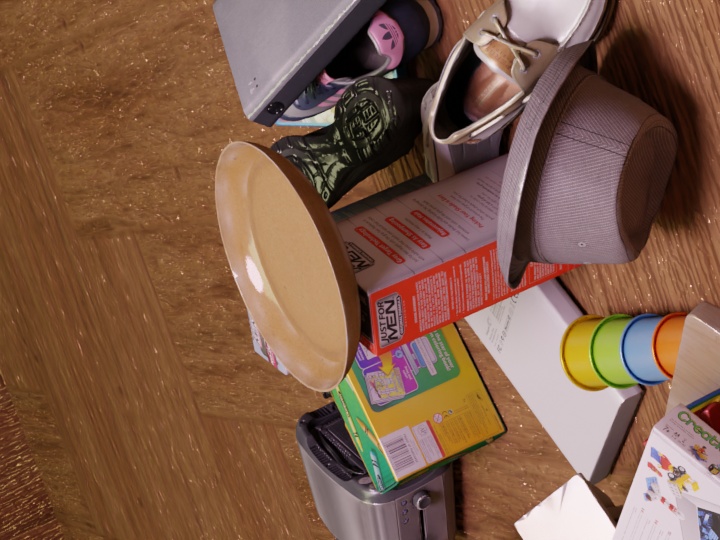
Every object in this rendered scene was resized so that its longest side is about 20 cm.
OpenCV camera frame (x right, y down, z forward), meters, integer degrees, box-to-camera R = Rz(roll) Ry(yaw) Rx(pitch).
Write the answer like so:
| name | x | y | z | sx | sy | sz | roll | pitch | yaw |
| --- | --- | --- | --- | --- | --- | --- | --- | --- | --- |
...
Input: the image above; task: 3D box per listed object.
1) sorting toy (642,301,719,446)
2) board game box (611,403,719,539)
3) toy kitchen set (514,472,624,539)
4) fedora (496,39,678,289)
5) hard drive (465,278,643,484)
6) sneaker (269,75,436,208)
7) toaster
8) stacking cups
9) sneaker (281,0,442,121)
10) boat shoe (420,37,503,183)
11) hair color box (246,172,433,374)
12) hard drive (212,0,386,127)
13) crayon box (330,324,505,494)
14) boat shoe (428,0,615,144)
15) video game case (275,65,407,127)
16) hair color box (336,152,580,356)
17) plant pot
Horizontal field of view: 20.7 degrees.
| name | x | y | z | sx | sy | sz | roll | pitch | yaw |
| --- | --- | --- | --- | --- | --- | --- | --- | --- | --- |
| sorting toy | 0.273 | 0.155 | 1.328 | 0.200 | 0.070 | 0.199 | 37 | 145 | 28 |
| board game box | 0.231 | 0.193 | 1.320 | 0.126 | 0.035 | 0.200 | 40 | 147 | 23 |
| toy kitchen set | 0.222 | 0.247 | 1.581 | 0.200 | 0.180 | 0.163 | -42 | 71 | 24 |
| fedora | 0.163 | -0.062 | 1.366 | 0.090 | 0.177 | 0.200 | 19 | 160 | 17 |
| hard drive | 0.152 | 0.064 | 1.622 | 0.200 | 0.027 | 0.132 | 55 | 154 | 28 |
| sneaker | -0.004 | -0.100 | 1.652 | 0.200 | 0.091 | 0.076 | -30 | 80 | 45 |
| toaster | 0.013 | 0.207 | 1.943 | 0.200 | 0.113 | 0.130 | 36 | 144 | 48 |
| stacking cups | 0.225 | 0.056 | 1.434 | 0.200 | 0.060 | 0.061 | -9 | 103 | 61 |
| sneaker | -0.027 | -0.173 | 1.637 | 0.200 | 0.082 | 0.070 | -29 | 93 | 42 |
| boat shoe | 0.074 | -0.119 | 1.563 | 0.067 | 0.073 | 0.200 | 49 | 151 | 32 |
| hair color box | 0.000 | 0.000 | 1.671 | 0.061 | 0.199 | 0.099 | 33 | 140 | 53 |
| hard drive | -0.038 | -0.231 | 1.593 | 0.200 | 0.033 | 0.140 | -45 | 46 | 30 |
| crayon box | 0.031 | 0.085 | 1.784 | 0.201 | 0.118 | 0.058 | 64 | 157 | 8 |
| boat shoe | 0.113 | -0.158 | 1.395 | 0.075 | 0.068 | 0.200 | 42 | 134 | 11 |
| video game case | -0.031 | -0.219 | 1.684 | 0.143 | 0.018 | 0.201 | 5 | 114 | 36 |
| hair color box | 0.066 | -0.016 | 1.513 | 0.101 | 0.199 | 0.061 | 40 | 144 | 48 |
| plant pot | -0.051 | -0.006 | 1.489 | 0.200 | 0.027 | 0.201 | 48 | 149 | 40 |
